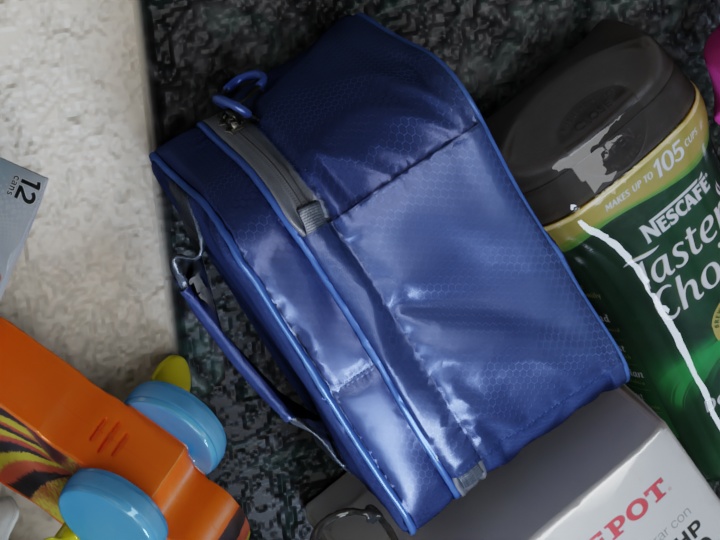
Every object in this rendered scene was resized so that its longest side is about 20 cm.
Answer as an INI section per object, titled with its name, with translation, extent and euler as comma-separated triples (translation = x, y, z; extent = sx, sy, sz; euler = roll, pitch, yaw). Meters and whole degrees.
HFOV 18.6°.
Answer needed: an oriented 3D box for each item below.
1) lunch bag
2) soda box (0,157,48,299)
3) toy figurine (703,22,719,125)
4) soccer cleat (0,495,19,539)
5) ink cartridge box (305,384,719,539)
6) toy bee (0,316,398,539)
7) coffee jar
[lunch bag]
translation = 0.000, 0.000, 0.907
extent = 0.132, 0.136, 0.201
euler = -37, 115, -6
[soda box]
translation = -0.186, 0.046, 0.836
extent = 0.063, 0.068, 0.201
euler = 23, 65, -8
[toy figurine]
translation = 0.243, -0.090, 0.972
extent = 0.183, 0.201, 0.151
euler = 13, 124, -3
[soccer cleat]
translation = -0.111, 0.181, 0.963
extent = 0.078, 0.069, 0.200
euler = -48, 113, -5
[ink cartridge box]
translation = 0.100, 0.156, 0.986
extent = 0.147, 0.145, 0.200
euler = -39, 115, -4
[toy bee]
translation = -0.093, 0.107, 0.918
extent = 0.131, 0.200, 0.109
euler = -31, 158, -31
[coffee jar]
translation = 0.133, -0.009, 0.980
extent = 0.104, 0.085, 0.200
euler = -40, 115, -5
